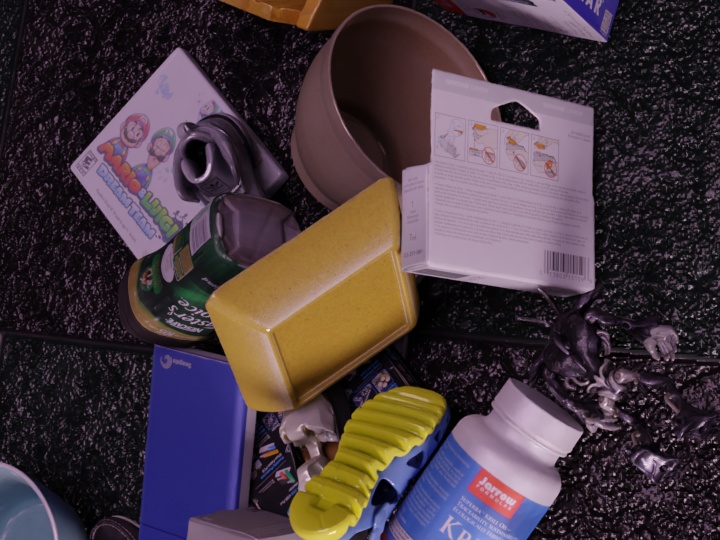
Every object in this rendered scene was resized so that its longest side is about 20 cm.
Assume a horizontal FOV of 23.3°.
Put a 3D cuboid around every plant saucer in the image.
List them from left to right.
[{"bbox_3d":[-0.026,0.037,1.564,0.199,0.200,0.048,-35,58,-13],"label":"plant saucer"}]

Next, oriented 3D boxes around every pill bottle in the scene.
[{"bbox_3d":[0.110,0.201,1.571,0.112,0.112,0.201,38,99,28],"label":"pill bottle"}]

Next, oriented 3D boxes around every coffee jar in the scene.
[{"bbox_3d":[-0.147,0.005,1.668,0.200,0.104,0.086,-34,54,46],"label":"coffee jar"}]

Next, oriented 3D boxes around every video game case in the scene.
[{"bbox_3d":[-0.193,-0.104,1.837,0.182,0.024,0.200,-46,65,13],"label":"video game case"}]

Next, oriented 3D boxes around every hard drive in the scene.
[{"bbox_3d":[-0.160,0.181,1.719,0.131,0.025,0.201,10,98,40],"label":"hard drive"}]

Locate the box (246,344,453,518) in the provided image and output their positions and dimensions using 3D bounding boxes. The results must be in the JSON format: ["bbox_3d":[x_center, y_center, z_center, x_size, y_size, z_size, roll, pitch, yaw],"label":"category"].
[{"bbox_3d":[-0.042,0.140,1.699,0.200,0.050,0.199,-45,65,13],"label":"box"}]

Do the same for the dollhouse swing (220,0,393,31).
[{"bbox_3d":[-0.063,-0.355,1.745,0.199,0.181,0.177,26,113,29],"label":"dollhouse swing"}]

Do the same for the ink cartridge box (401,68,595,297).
[{"bbox_3d":[0.126,-0.075,1.569,0.043,0.199,0.175,-14,72,52],"label":"ink cartridge box"}]

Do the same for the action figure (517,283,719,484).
[{"bbox_3d":[0.226,0.095,1.539,0.119,0.102,0.200,-53,53,17],"label":"action figure"}]

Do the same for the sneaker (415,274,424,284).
[{"bbox_3d":[0.000,0.000,1.650,0.200,0.082,0.074,-42,68,-16],"label":"sneaker"}]

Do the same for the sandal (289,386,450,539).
[{"bbox_3d":[0.012,0.186,1.573,0.079,0.087,0.200,21,53,37],"label":"sandal"}]

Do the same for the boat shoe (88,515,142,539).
[{"bbox_3d":[-0.224,0.322,1.744,0.074,0.060,0.200,-41,57,13],"label":"boat shoe"}]

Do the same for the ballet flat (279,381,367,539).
[{"bbox_3d":[-0.037,0.170,1.625,0.068,0.068,0.201,-23,70,21],"label":"ballet flat"}]

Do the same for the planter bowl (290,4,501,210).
[{"bbox_3d":[0.017,-0.130,1.654,0.135,0.199,0.201,-35,63,47],"label":"planter bowl"}]

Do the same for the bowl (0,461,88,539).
[{"bbox_3d":[-0.357,0.298,1.799,0.200,0.105,0.202,-5,79,29],"label":"bowl"}]

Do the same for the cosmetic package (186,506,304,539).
[{"bbox_3d":[-0.113,0.328,1.627,0.090,0.107,0.201,14,99,31],"label":"cosmetic package"}]

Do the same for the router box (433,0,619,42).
[{"bbox_3d":[0.122,-0.276,1.605,0.179,0.200,0.049,16,87,29],"label":"router box"}]

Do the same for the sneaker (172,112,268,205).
[{"bbox_3d":[-0.126,-0.061,1.723,0.075,0.115,0.201,-24,87,15],"label":"sneaker"}]
